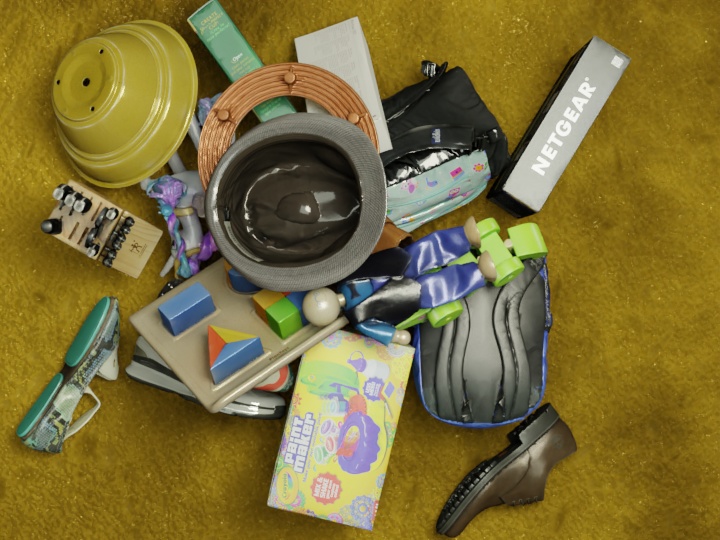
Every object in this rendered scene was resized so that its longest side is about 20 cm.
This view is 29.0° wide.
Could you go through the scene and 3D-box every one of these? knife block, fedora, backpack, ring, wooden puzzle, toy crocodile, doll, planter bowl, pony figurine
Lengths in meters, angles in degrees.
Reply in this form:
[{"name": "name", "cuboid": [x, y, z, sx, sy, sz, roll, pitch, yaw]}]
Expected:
[{"name": "knife block", "cuboid": [-0.314, -0.062, 1.541, 0.199, 0.175, 0.064, 29, 88, 40]}, {"name": "fedora", "cuboid": [-0.057, -0.067, 1.427, 0.197, 0.090, 0.179, -13, 84, 14]}, {"name": "backpack", "cuboid": [0.059, -0.127, 1.594, 0.198, 0.168, 0.127, -28, 134, -1]}, {"name": "ring", "cuboid": [-0.078, -0.122, 1.487, 0.197, 0.019, 0.203, 0, 88, 6]}, {"name": "wooden puzzle", "cuboid": [-0.132, 0.042, 1.480, 0.184, 0.200, 0.047, -34, 134, -19]}, {"name": "toy crocodile", "cuboid": [0.109, 0.007, 1.485, 0.199, 0.062, 0.068, -32, 73, -6]}, {"name": "doll", "cuboid": [0.034, 0.008, 1.432, 0.198, 0.049, 0.138, -21, 72, -5]}, {"name": "planter bowl", "cuboid": [-0.288, -0.202, 1.578, 0.198, 0.083, 0.203, -8, 74, 28]}, {"name": "pony figurine", "cuboid": [-0.168, -0.098, 1.604, 0.191, 0.166, 0.203, -17, 84, 18]}, {"name": "backpack", "cuboid": [0.139, 0.078, 1.583, 0.160, 0.168, 0.203, -2, 82, 4]}]

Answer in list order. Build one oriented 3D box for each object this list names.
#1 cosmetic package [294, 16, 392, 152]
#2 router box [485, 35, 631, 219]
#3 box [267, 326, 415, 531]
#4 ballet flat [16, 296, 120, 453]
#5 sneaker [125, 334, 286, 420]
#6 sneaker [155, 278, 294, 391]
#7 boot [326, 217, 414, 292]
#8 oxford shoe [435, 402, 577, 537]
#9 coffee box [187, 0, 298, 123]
[{"name": "cosmetic package", "cuboid": [-0.021, -0.202, 1.578, 0.082, 0.201, 0.051, -19, 133, 8]}, {"name": "router box", "cuboid": [0.223, -0.159, 1.597, 0.052, 0.157, 0.201, 31, 90, -1]}, {"name": "box", "cuboid": [-0.024, 0.166, 1.570, 0.120, 0.193, 0.203, 14, 90, -1]}, {"name": "ballet flat", "cuboid": [-0.324, 0.126, 1.636, 0.074, 0.074, 0.201, 34, 91, -1]}, {"name": "sneaker", "cuboid": [-0.168, 0.098, 1.616, 0.198, 0.076, 0.117, 18, 89, 12]}, {"name": "sneaker", "cuboid": [-0.153, 0.081, 1.567, 0.199, 0.093, 0.071, 30, 84, 37]}, {"name": "boot", "cuboid": [0.000, 0.000, 1.564, 0.154, 0.202, 0.076, 29, 46, 31]}, {"name": "oxford shoe", "cuboid": [0.174, 0.253, 1.634, 0.200, 0.073, 0.085, -41, 92, -1]}, {"name": "coffee box", "cuboid": [-0.120, -0.213, 1.609, 0.044, 0.123, 0.201, -36, 92, 2]}]
